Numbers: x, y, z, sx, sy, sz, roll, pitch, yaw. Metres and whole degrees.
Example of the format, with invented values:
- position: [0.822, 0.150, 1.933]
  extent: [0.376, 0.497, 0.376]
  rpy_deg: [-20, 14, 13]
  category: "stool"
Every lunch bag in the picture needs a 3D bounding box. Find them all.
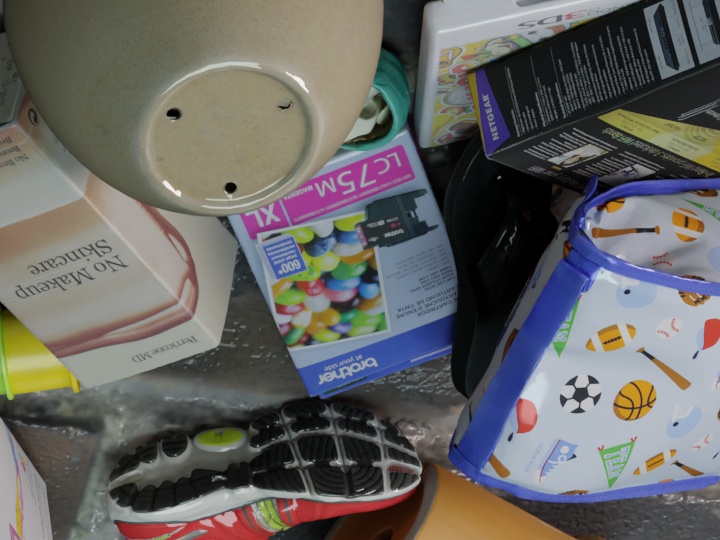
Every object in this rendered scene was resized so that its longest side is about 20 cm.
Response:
- position: [0.150, 0.038, 1.593]
  extent: [0.200, 0.124, 0.170]
  rpy_deg: [-7, 133, -46]
  category: "lunch bag"

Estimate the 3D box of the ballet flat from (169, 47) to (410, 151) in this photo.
- position: [-0.064, -0.104, 1.579]
  extent: [0.200, 0.070, 0.067]
  rpy_deg: [5, 126, -17]
  category: "ballet flat"

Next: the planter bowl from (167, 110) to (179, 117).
- position: [-0.091, -0.187, 1.498]
  extent: [0.200, 0.084, 0.201]
  rpy_deg: [-6, 129, -8]
  category: "planter bowl"

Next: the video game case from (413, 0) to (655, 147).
- position: [0.122, -0.124, 1.568]
  extent: [0.182, 0.023, 0.200]
  rpy_deg: [-12, 166, -4]
  category: "video game case"

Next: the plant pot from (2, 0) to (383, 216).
- position: [-0.077, -0.104, 1.427]
  extent: [0.200, 0.135, 0.200]
  rpy_deg: [-6, 129, -8]
  category: "plant pot"

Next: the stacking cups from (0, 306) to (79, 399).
- position: [-0.269, 0.061, 1.669]
  extent: [0.200, 0.061, 0.061]
  rpy_deg: [-10, 129, -3]
  category: "stacking cups"

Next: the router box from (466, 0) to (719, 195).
- position: [0.176, -0.095, 1.573]
  extent: [0.157, 0.052, 0.200]
  rpy_deg: [-21, 162, 25]
  category: "router box"

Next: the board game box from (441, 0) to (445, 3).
- position: [0.104, -0.242, 1.472]
  extent: [0.200, 0.105, 0.103]
  rpy_deg: [-28, 105, 9]
  category: "board game box"

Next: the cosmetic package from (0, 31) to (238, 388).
- position: [-0.167, -0.034, 1.582]
  extent: [0.103, 0.087, 0.200]
  rpy_deg: [-20, 132, 27]
  category: "cosmetic package"

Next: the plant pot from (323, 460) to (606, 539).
- position: [0.069, 0.226, 1.807]
  extent: [0.183, 0.200, 0.200]
  rpy_deg: [41, 111, -18]
  category: "plant pot"

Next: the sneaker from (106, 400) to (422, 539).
- position: [-0.060, 0.139, 1.780]
  extent: [0.200, 0.077, 0.085]
  rpy_deg: [-6, 140, 2]
  category: "sneaker"

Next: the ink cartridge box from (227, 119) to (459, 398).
- position: [0.000, 0.000, 1.697]
  extent: [0.119, 0.042, 0.200]
  rpy_deg: [-20, 131, 3]
  category: "ink cartridge box"

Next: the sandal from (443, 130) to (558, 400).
- position: [0.093, 0.000, 1.674]
  extent: [0.075, 0.048, 0.201]
  rpy_deg: [-27, 133, -29]
  category: "sandal"

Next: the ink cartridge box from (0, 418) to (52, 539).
- position: [-0.240, 0.159, 1.651]
  extent: [0.085, 0.145, 0.200]
  rpy_deg: [-13, 152, 5]
  category: "ink cartridge box"
